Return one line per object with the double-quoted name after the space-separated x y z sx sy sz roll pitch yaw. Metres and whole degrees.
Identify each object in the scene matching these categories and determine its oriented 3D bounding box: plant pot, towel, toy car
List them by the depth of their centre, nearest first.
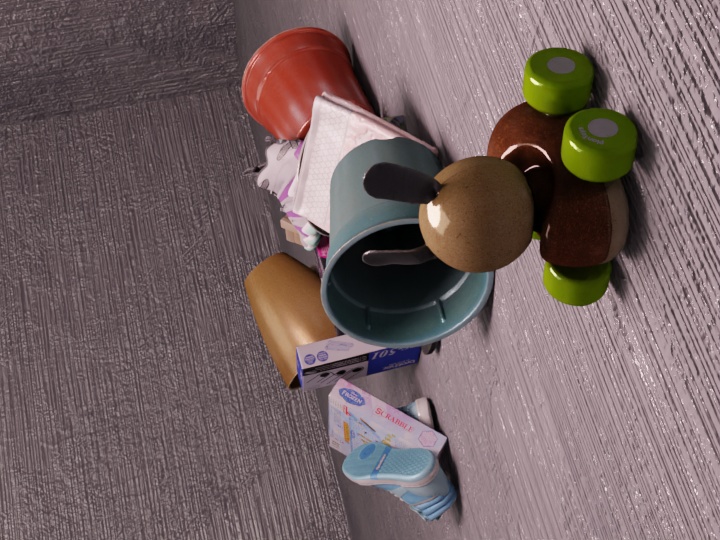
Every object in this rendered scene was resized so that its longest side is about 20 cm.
0.096 -0.058 0.838 0.165 0.199 0.158 88 167 -46 "toy car"
0.043 -0.046 1.282 0.197 0.199 0.201 -100 5 -48 "plant pot"
0.000 -0.117 1.435 0.190 0.032 0.201 31 130 19 "towel"
-0.071 -0.260 1.740 0.202 0.200 0.196 87 160 -44 "plant pot"
-0.109 0.072 1.857 0.200 0.186 0.187 51 164 13 "plant pot"

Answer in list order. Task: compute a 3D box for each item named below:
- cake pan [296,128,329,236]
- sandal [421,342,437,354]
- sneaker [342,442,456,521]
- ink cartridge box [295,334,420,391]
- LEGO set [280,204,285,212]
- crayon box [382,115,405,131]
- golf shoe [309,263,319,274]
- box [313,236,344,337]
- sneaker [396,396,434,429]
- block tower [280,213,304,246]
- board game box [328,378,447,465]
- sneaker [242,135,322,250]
-0.019 -0.148 1.606 0.037 0.200 0.201 12 121 36 "cake pan"
0.082 0.041 1.550 0.076 0.048 0.201 -111 14 -48 "sandal"
0.066 0.343 1.688 0.199 0.080 0.131 -2 133 49 "sneaker"
-0.003 0.137 1.721 0.094 0.199 0.044 94 160 -61 "ink cartridge box"
-0.092 -0.191 1.981 0.154 0.115 0.201 -53 -33 -36 "LEGO set"
0.014 -0.111 1.524 0.052 0.125 0.201 -100 2 -66 "crayon box"
-0.041 -0.002 1.994 0.200 0.078 0.098 23 -117 -60 "golf shoe"
0.000 0.000 1.757 0.115 0.131 0.201 84 171 -50 "box"
0.074 0.261 1.780 0.200 0.081 0.074 107 149 -72 "sneaker"
-0.065 -0.122 1.873 0.200 0.054 0.058 -52 -29 -37 "block tower"
0.040 0.282 1.752 0.199 0.041 0.200 28 151 15 "board game box"
-0.119 -0.127 1.669 0.078 0.139 0.201 -64 -17 -50 "sneaker"
